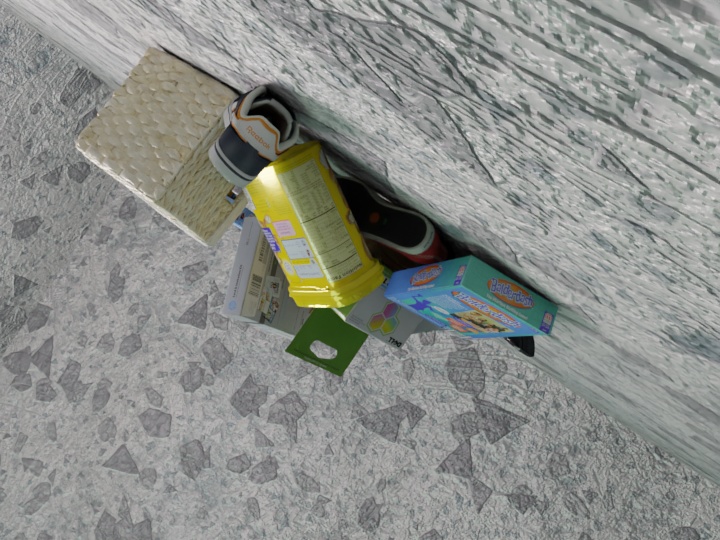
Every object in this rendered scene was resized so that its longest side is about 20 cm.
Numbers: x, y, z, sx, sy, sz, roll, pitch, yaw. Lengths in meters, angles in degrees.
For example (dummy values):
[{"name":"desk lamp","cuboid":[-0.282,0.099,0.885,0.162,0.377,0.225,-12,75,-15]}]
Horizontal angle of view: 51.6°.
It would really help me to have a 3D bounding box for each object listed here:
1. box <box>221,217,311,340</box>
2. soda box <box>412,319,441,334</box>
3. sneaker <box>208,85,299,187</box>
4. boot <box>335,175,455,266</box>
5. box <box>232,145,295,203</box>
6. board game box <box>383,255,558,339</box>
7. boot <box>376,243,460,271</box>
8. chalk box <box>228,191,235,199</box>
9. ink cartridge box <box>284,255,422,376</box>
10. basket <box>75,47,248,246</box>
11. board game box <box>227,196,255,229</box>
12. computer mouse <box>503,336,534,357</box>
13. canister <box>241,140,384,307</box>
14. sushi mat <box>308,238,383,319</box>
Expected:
[{"name":"box","cuboid":[-0.130,0.019,1.195,0.041,0.156,0.200,4,167,31]},{"name":"soda box","cuboid":[0.118,0.066,1.297,0.200,0.068,0.063,-8,-169,-14]},{"name":"sneaker","cuboid":[-0.107,-0.162,0.824,0.078,0.079,0.200,40,-159,-21]},{"name":"boot","cuboid":[0.036,-0.060,1.054,0.200,0.072,0.144,29,178,29]},{"name":"box","cuboid":[-0.082,-0.109,1.178,0.101,0.113,0.200,33,180,45]},{"name":"board game box","cuboid":[0.146,0.043,1.024,0.152,0.045,0.200,29,162,-22]},{"name":"boot","cuboid":[0.126,0.012,1.161,0.200,0.074,0.155,30,173,34]},{"name":"chalk box","cuboid":[-0.245,-0.208,1.287,0.125,0.124,0.200,33,179,4]},{"name":"ink cartridge box","cuboid":[0.001,0.086,1.170,0.148,0.200,0.076,32,-175,-45]},{"name":"basket","cuboid":[-0.254,-0.179,1.060,0.200,0.198,0.161,34,175,27]},{"name":"board game box","cuboid":[-0.238,-0.110,1.318,0.151,0.037,0.200,30,178,18]},{"name":"computer mouse","cuboid":[0.259,0.083,1.438,0.140,0.046,0.200,31,-168,-38]},{"name":"canister","cuboid":[-0.068,-0.058,0.974,0.148,0.087,0.200,-2,118,52]},{"name":"sushi mat","cuboid":[0.000,0.000,1.190,0.012,0.200,0.096,35,-179,39]}]
